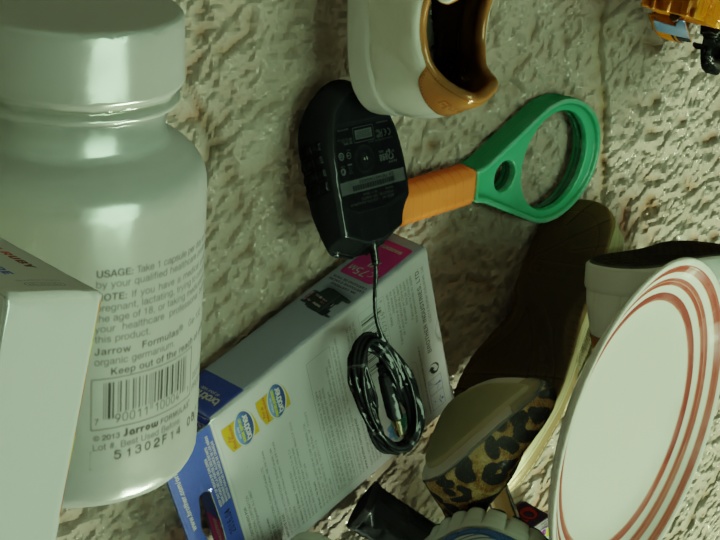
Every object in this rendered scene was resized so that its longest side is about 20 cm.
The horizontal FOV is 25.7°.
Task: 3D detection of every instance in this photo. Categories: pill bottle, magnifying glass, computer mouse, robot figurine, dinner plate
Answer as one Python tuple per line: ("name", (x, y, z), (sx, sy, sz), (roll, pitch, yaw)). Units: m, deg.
("pill bottle", (-0.122, -0.013, 0.659), (0.114, 0.114, 0.200), (-17, 121, -42))
("magnifying glass", (0.077, -0.055, 0.931), (0.200, 0.022, 0.080), (-18, 121, -41))
("computer mouse", (0.000, 0.000, 0.827), (0.059, 0.034, 0.200), (-14, 99, -46))
("robot figurine", (0.217, -0.195, 0.954), (0.200, 0.058, 0.145), (-8, 116, -69))
("dinner plate", (0.152, 0.087, 0.882), (0.200, 0.024, 0.201), (-30, 130, -44))

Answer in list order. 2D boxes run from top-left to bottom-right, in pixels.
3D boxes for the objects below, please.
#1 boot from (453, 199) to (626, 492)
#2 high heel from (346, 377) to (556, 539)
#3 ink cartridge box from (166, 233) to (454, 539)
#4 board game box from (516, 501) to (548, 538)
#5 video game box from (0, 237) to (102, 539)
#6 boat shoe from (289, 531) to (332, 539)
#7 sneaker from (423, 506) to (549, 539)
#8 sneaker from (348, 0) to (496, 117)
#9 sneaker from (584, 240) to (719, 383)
("boot", (0.138, 0.075, 1.022), (0.155, 0.073, 0.200), (42, 66, -49))
("high heel", (0.095, 0.137, 0.894), (0.200, 0.142, 0.071), (-48, -170, 48))
("ink cartridge box", (-0.032, 0.080, 0.863), (0.200, 0.042, 0.120), (-40, 135, -32))
("board game box", (0.053, 0.248, 1.052), (0.200, 0.032, 0.120), (-25, 130, -39))
("video game box", (-0.180, 0.073, 0.584), (0.047, 0.182, 0.200), (-2, 111, -48))
("boat shoe", (-0.035, 0.242, 0.856), (0.062, 0.075, 0.200), (-27, 129, -49))
("sneaker", (0.024, 0.206, 0.879), (0.078, 0.200, 0.089), (33, 45, -16))
("sneaker", (0.034, -0.173, 0.753), (0.073, 0.085, 0.200), (-25, 114, -39))
("sneaker", (0.206, 0.027, 0.992), (0.200, 0.073, 0.085), (-8, 102, -43))
